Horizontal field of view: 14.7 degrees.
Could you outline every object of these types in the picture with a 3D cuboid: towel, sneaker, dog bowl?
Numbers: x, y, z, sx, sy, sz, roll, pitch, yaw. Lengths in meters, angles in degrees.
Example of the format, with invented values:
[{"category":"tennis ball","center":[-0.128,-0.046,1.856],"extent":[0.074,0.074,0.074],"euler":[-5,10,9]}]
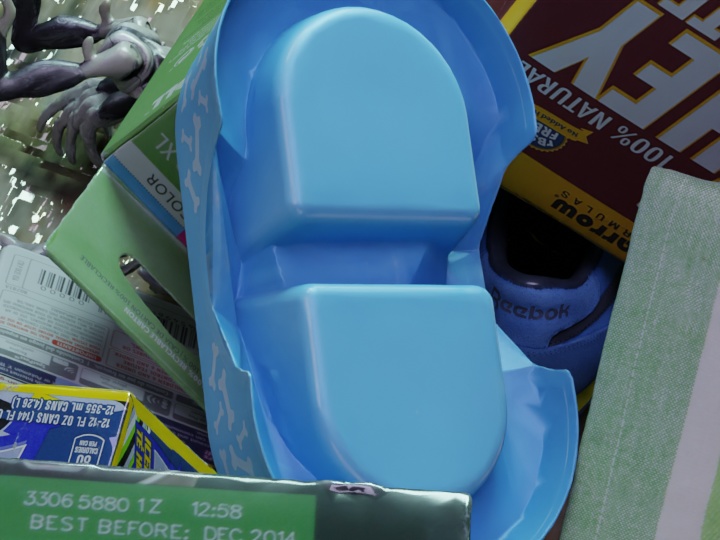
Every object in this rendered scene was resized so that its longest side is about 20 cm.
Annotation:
[{"category":"towel","center":[0.160,0.066,0.808],"extent":[0.199,0.023,0.153],"euler":[14,90,23]},{"category":"sneaker","center":[0.078,-0.038,0.998],"extent":[0.066,0.079,0.201],"euler":[12,47,7]},{"category":"dog bowl","center":[0.000,0.000,0.841],"extent":[0.111,0.050,0.201],"euler":[1,75,-30]}]

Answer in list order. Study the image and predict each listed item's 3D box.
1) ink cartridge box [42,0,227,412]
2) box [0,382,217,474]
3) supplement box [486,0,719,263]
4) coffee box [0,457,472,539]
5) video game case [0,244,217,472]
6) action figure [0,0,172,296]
[{"category":"ink cartridge box","center":[-0.019,-0.038,0.927],"extent":[0.104,0.059,0.200],"euler":[46,34,-14]},{"category":"box","center":[-0.141,0.068,0.749],"extent":[0.199,0.064,0.070],"euler":[3,65,26]},{"category":"supplement box","center":[0.146,-0.127,0.925],"extent":[0.132,0.197,0.200],"euler":[31,47,-8]},{"category":"coffee box","center":[-0.039,0.115,0.666],"extent":[0.122,0.200,0.044],"euler":[4,55,2]},{"category":"video game case","center":[-0.035,0.072,0.877],"extent":[0.199,0.023,0.182],"euler":[21,25,-8]},{"category":"action figure","center":[-0.091,-0.049,0.991],"extent":[0.200,0.102,0.119],"euler":[51,28,-14]}]
